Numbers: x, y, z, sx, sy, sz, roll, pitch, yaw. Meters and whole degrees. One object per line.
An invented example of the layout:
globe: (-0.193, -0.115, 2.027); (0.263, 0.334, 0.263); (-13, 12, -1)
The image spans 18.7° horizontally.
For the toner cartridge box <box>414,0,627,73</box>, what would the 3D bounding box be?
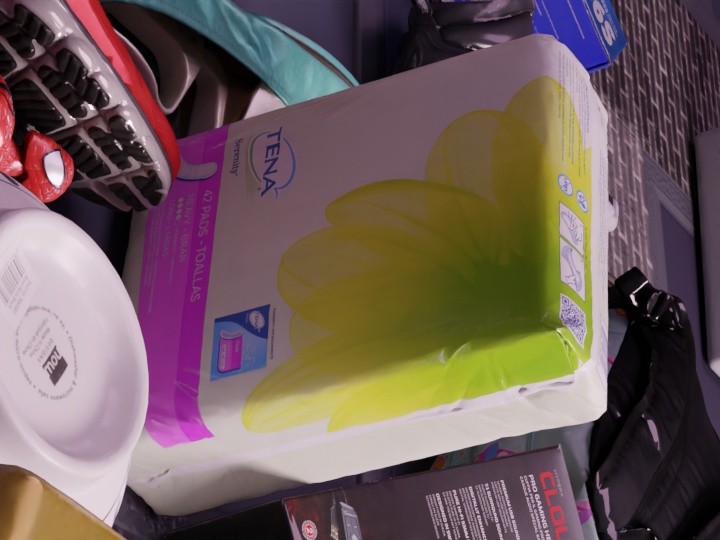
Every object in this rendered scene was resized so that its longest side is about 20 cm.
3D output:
toner cartridge box: (0.065, -0.195, 1.210); (0.201, 0.095, 0.043); (66, 27, -13)

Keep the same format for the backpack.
backpack: (0.112, 0.114, 1.078); (0.168, 0.126, 0.200); (62, 27, -12)

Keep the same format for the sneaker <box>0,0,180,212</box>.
sneaker: (-0.116, -0.114, 0.823); (0.085, 0.077, 0.201); (-48, 119, -37)

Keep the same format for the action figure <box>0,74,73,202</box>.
action figure: (-0.166, -0.088, 0.760); (0.200, 0.052, 0.066); (50, 8, -39)

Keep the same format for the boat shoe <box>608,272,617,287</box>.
boat shoe: (0.109, 0.016, 1.200); (0.201, 0.060, 0.072); (34, 46, -51)

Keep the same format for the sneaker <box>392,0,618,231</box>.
sneaker: (0.083, -0.088, 1.178); (0.200, 0.075, 0.115); (23, 68, -52)

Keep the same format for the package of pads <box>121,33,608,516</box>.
package of pads: (0.000, 0.000, 0.856); (0.068, 0.199, 0.155); (52, 32, -44)

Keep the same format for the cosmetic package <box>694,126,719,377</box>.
cosmetic package: (0.344, 0.000, 1.533); (0.166, 0.167, 0.201); (43, 39, -44)

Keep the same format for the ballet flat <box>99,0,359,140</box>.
ballet flat: (-0.073, -0.089, 0.937); (0.200, 0.067, 0.071); (36, 63, -46)

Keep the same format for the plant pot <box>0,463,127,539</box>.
plant pot: (-0.124, 0.180, 0.542); (0.195, 0.193, 0.201); (44, 54, -42)

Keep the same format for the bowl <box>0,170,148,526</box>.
bowl: (-0.130, 0.035, 0.709); (0.201, 0.094, 0.202); (41, 40, -46)

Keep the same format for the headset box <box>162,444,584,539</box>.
headset box: (0.028, 0.160, 0.905); (0.199, 0.077, 0.150); (-4, 77, -47)
